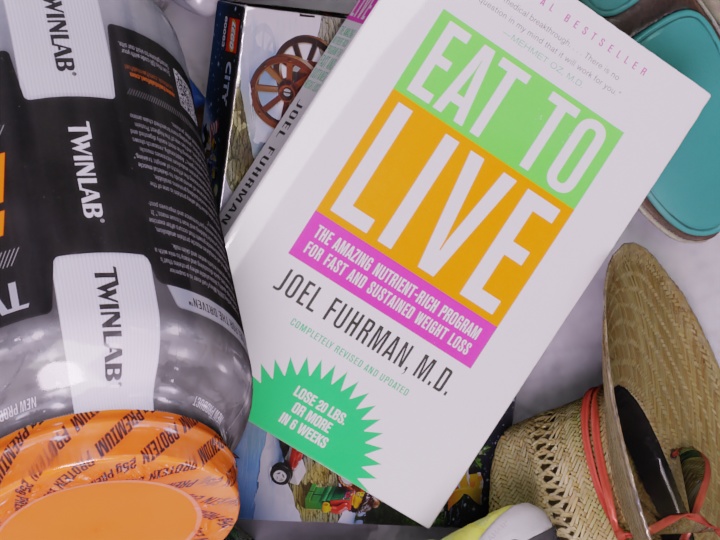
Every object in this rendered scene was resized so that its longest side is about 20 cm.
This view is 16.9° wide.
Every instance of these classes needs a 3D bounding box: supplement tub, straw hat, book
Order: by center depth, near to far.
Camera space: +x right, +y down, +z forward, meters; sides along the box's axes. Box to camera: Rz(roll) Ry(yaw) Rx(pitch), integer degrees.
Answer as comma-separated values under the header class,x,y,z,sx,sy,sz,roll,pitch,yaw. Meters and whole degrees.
class,x,y,z,sx,sy,sz,roll,pitch,yaw
supplement tub,-0.106,0.004,0.842,0.122,0.123,0.200,-11,58,-6
book,0.023,-0.021,0.925,0.133,0.048,0.200,32,91,-20
straw hat,0.097,0.097,0.954,0.085,0.201,0.202,-18,91,21

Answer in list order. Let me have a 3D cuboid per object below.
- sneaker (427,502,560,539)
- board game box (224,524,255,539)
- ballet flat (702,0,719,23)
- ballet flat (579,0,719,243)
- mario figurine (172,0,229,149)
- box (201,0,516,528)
class,x,y,z,sx,sy,sz,roll,pitch,yaw
sneaker,-0.004,0.140,0.931,0.200,0.075,0.077,-42,75,34
board game box,-0.077,0.141,0.903,0.023,0.200,0.105,43,85,-1
ballet flat,0.127,-0.183,0.988,0.067,0.062,0.200,-41,93,-9
ballet flat,0.105,-0.106,0.992,0.067,0.062,0.200,-28,109,-6
mario figurine,-0.127,-0.114,0.945,0.123,0.106,0.200,-40,103,-41
box,0.000,0.000,0.962,0.136,0.038,0.201,4,98,-21
